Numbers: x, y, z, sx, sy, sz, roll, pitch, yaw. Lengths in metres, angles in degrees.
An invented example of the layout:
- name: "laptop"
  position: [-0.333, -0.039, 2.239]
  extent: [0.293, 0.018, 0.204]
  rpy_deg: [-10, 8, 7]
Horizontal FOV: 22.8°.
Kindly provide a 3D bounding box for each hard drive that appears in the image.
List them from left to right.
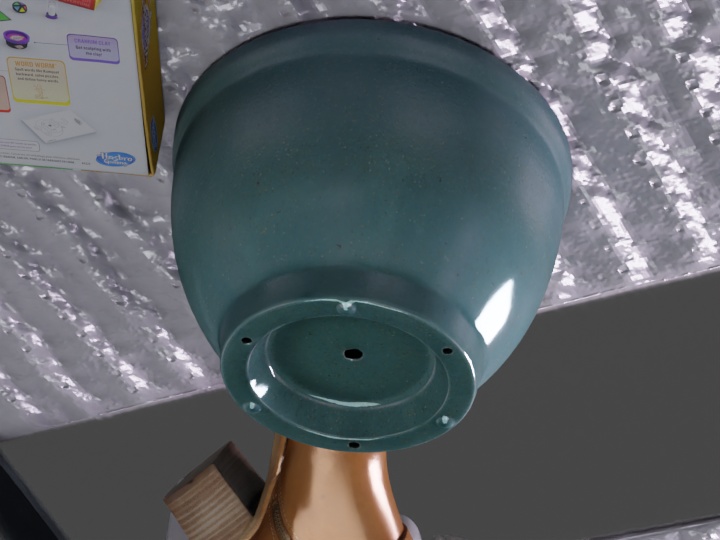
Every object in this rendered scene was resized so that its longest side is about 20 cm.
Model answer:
- name: "hard drive"
  position: [-0.169, 0.210, 1.096]
  extent: [0.033, 0.200, 0.140]
  rpy_deg: [-34, 141, -16]

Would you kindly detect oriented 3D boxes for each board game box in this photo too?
- name: "board game box"
  position: [-0.168, -0.129, 0.790]
  extent: [0.152, 0.040, 0.200]
  rpy_deg: [5, 140, 2]

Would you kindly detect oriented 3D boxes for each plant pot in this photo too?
- name: "plant pot"
  position: [0.000, 0.000, 0.848]
  extent: [0.199, 0.135, 0.201]
  rpy_deg: [4, 140, 3]

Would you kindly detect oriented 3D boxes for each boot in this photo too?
- name: "boot"
  position: [0.002, 0.137, 0.992]
  extent: [0.200, 0.077, 0.155]
  rpy_deg: [-39, 94, 19]

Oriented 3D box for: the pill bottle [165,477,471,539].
- name: "pill bottle"
  position: [-0.025, 0.199, 1.106]
  extent: [0.199, 0.114, 0.114]
  rpy_deg: [11, 140, -5]
